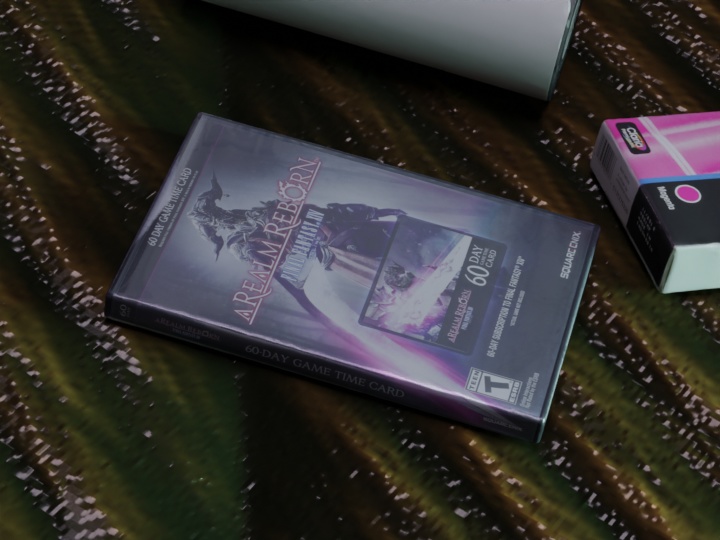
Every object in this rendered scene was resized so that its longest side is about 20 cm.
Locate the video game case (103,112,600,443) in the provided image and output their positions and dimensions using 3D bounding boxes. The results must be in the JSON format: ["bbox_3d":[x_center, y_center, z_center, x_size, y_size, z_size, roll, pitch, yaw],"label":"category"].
[{"bbox_3d":[0.000,0.000,1.214,0.200,0.019,0.143,17,41,4],"label":"video game case"}]

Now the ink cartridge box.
[{"bbox_3d":[0.220,-0.039,1.301,0.200,0.037,0.095,-4,43,-21],"label":"ink cartridge box"}]

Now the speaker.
[{"bbox_3d":[0.011,-0.150,1.339,0.200,0.081,0.081,16,41,5],"label":"speaker"}]
